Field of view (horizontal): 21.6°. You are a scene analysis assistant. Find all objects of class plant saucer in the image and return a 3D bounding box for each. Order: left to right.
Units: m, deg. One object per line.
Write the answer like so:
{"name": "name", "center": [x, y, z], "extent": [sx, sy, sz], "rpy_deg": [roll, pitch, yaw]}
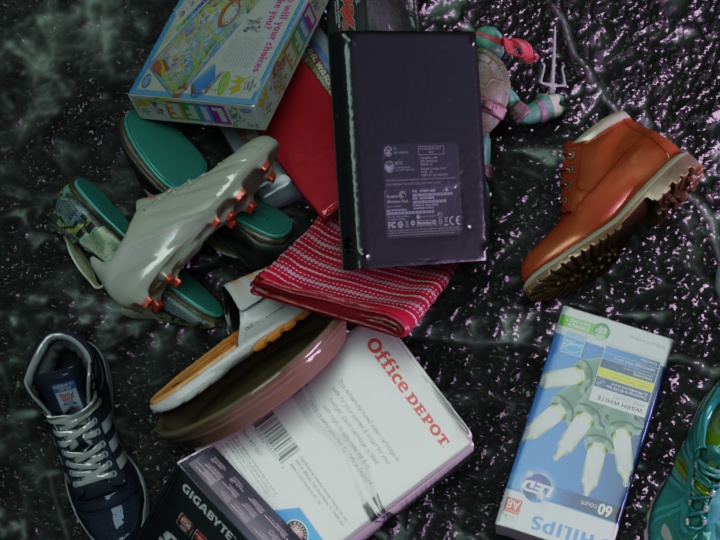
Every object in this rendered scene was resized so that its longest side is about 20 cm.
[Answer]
{"name": "plant saucer", "center": [-0.088, 0.089, 1.621], "extent": [0.199, 0.200, 0.030], "rpy_deg": [-36, 102, -6]}

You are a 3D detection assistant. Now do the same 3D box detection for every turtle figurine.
{"name": "turtle figurine", "center": [0.100, -0.146, 1.716], "extent": [0.149, 0.101, 0.202], "rpy_deg": [17, 84, 21]}

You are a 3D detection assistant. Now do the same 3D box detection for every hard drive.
{"name": "hard drive", "center": [0.043, -0.105, 1.621], "extent": [0.139, 0.033, 0.202], "rpy_deg": [-3, 90, -30]}

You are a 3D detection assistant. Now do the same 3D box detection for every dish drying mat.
{"name": "dish drying mat", "center": [-0.059, -0.139, 1.734], "extent": [0.077, 0.018, 0.201], "rpy_deg": [-33, 71, -8]}

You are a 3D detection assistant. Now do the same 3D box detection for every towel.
{"name": "towel", "center": [0.000, 0.000, 1.639], "extent": [0.143, 0.200, 0.023], "rpy_deg": [17, 112, 11]}

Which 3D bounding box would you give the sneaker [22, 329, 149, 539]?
{"name": "sneaker", "center": [-0.241, 0.146, 1.650], "extent": [0.070, 0.109, 0.202], "rpy_deg": [-17, 72, 1]}

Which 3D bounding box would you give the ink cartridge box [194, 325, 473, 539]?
{"name": "ink cartridge box", "center": [-0.020, 0.158, 1.634], "extent": [0.199, 0.084, 0.146], "rpy_deg": [-35, 76, -7]}

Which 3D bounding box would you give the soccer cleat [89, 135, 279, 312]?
{"name": "soccer cleat", "center": [-0.153, -0.052, 1.655], "extent": [0.078, 0.069, 0.200], "rpy_deg": [42, 87, 13]}

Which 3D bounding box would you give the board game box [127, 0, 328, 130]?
{"name": "board game box", "center": [-0.113, -0.219, 1.734], "extent": [0.133, 0.034, 0.201], "rpy_deg": [7, 56, 26]}

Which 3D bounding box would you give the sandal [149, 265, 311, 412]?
{"name": "sandal", "center": [-0.109, 0.044, 1.645], "extent": [0.206, 0.079, 0.059], "rpy_deg": [-37, 101, -15]}

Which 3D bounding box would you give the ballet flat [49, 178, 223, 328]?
{"name": "ballet flat", "center": [-0.209, 0.002, 1.723], "extent": [0.074, 0.074, 0.200], "rpy_deg": [-44, 72, -8]}

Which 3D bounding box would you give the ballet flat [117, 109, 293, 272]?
{"name": "ballet flat", "center": [-0.151, -0.063, 1.726], "extent": [0.200, 0.069, 0.068], "rpy_deg": [38, 43, 12]}

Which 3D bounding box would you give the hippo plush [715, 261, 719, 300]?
{"name": "hippo plush", "center": [0.380, 0.045, 1.623], "extent": [0.199, 0.160, 0.161], "rpy_deg": [-29, 40, -19]}

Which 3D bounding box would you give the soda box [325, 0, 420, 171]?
{"name": "soda box", "center": [0.015, -0.178, 1.713], "extent": [0.063, 0.071, 0.201], "rpy_deg": [18, 52, -30]}

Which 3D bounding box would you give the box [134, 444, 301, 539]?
{"name": "box", "center": [-0.101, 0.269, 1.577], "extent": [0.200, 0.159, 0.046], "rpy_deg": [45, 41, 17]}

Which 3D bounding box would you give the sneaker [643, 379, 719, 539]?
{"name": "sneaker", "center": [0.291, 0.178, 1.600], "extent": [0.077, 0.080, 0.202], "rpy_deg": [16, 76, 10]}

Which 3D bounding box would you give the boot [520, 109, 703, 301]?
{"name": "boot", "center": [0.201, -0.059, 1.693], "extent": [0.200, 0.075, 0.107], "rpy_deg": [-40, 70, -16]}

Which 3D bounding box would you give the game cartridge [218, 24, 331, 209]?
{"name": "game cartridge", "center": [-0.077, -0.168, 1.772], "extent": [0.133, 0.042, 0.201], "rpy_deg": [-31, 72, 0]}

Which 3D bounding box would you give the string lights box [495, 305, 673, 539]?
{"name": "string lights box", "center": [0.193, 0.144, 1.632], "extent": [0.102, 0.059, 0.202], "rpy_deg": [16, 75, 9]}
